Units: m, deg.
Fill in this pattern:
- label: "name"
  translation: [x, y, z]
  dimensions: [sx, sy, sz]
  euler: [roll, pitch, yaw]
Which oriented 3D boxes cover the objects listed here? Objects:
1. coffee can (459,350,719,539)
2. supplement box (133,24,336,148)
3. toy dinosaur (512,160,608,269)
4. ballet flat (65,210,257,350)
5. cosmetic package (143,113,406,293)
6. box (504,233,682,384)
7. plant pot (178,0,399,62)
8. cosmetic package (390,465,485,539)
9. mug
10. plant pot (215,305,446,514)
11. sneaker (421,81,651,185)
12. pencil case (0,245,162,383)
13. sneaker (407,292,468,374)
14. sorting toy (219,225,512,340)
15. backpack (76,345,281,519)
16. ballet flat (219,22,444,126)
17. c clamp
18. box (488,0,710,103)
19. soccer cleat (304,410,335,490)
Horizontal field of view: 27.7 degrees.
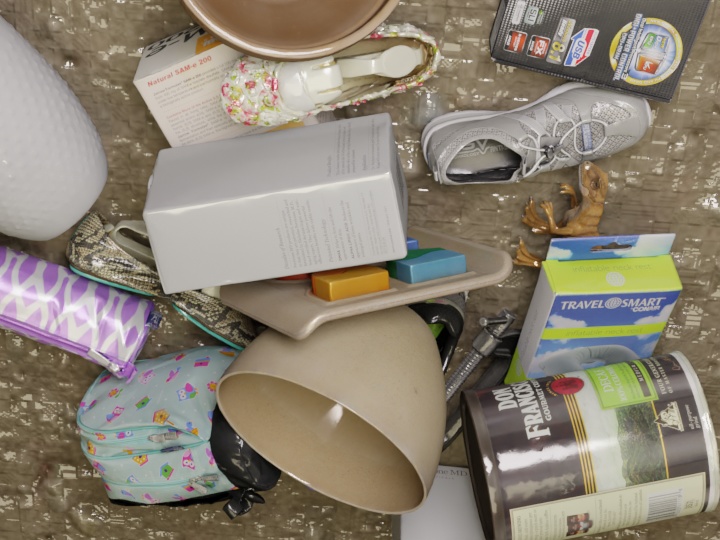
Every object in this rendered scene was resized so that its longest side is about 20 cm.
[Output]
- label: "coffee can"
  translation: [0.199, 0.161, 1.294]
  dimensions: [0.199, 0.147, 0.147]
  euler: [-10, 122, -3]
- label: "supplement box"
  translation: [-0.090, -0.118, 1.253]
  dimensions: [0.126, 0.074, 0.200]
  euler: [-20, 119, 14]
- label: "toy dinosaur"
  translation: [0.195, -0.016, 1.304]
  dimensions: [0.106, 0.061, 0.200]
  euler: [12, 149, 24]
- label: "ballet flat"
  translation: [-0.170, 0.003, 1.343]
  dimensions: [0.199, 0.068, 0.076]
  euler: [27, 104, -11]
- label: "cosmetic package"
  translation: [-0.066, -0.055, 1.174]
  dimensions: [0.199, 0.113, 0.081]
  euler: [-9, 120, 8]
- label: "box"
  translation: [0.210, 0.051, 1.320]
  dimensions: [0.121, 0.048, 0.200]
  euler: [-3, 140, -12]
- label: "plant pot"
  translation: [-0.059, -0.257, 1.131]
  dimensions: [0.200, 0.093, 0.202]
  euler: [0, 89, -10]
- label: "cosmetic package"
  translation: [0.087, 0.283, 1.424]
  dimensions: [0.112, 0.200, 0.081]
  euler: [5, 124, -4]
- label: "mug"
  translation: [-0.321, -0.110, 1.241]
  dimensions: [0.199, 0.148, 0.175]
  euler: [-10, 135, 44]
- label: "plant pot"
  translation: [-0.006, 0.096, 1.249]
  dimensions: [0.200, 0.135, 0.201]
  euler: [23, 151, 13]
- label: "sneaker"
  translation: [0.152, -0.104, 1.247]
  dimensions: [0.199, 0.082, 0.075]
  euler: [-13, 121, 10]
- label: "pencil case"
  translation: [-0.289, 0.039, 1.353]
  dimensions: [0.199, 0.086, 0.084]
  euler: [21, 141, -8]
- label: "sneaker"
  translation: [0.035, 0.083, 1.366]
  dimensions: [0.074, 0.088, 0.200]
  euler: [29, 119, -15]
- label: "sorting toy"
  translation: [0.000, 0.000, 1.226]
  dimensions: [0.199, 0.185, 0.037]
  euler: [-16, 107, -24]
- label: "backpack"
  translation: [-0.167, 0.149, 1.389]
  dimensions: [0.199, 0.167, 0.127]
  euler: [-10, 114, 24]
- label: "ballet flat"
  translation: [-0.018, -0.163, 1.172]
  dimensions: [0.199, 0.064, 0.076]
  euler: [-22, 109, -30]
- label: "c clamp"
  translation: [0.088, 0.111, 1.352]
  dimensions: [0.027, 0.171, 0.200]
  euler: [42, 110, 21]
- label: "box"
  translation: [0.206, -0.247, 1.177]
  dimensions: [0.159, 0.044, 0.201]
  euler: [13, 122, -5]
- label: "soccer cleat"
  translation: [-0.051, 0.103, 1.361]
  dimensions: [0.076, 0.067, 0.201]
  euler: [5, 94, -7]
